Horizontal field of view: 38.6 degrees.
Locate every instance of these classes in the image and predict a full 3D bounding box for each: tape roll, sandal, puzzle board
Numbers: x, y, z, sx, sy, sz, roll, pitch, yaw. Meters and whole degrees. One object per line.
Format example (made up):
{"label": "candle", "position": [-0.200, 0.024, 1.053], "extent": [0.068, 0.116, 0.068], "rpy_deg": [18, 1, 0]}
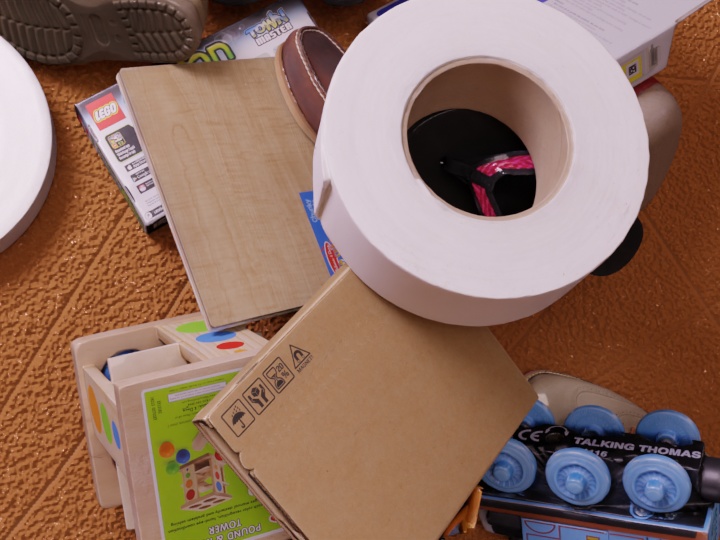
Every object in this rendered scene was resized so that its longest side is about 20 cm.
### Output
{"label": "tape roll", "position": [0.071, -0.070, 0.637], "extent": [0.202, 0.071, 0.203], "rpy_deg": [2, 74, -7]}
{"label": "tape roll", "position": [-0.329, -0.095, 0.760], "extent": [0.202, 0.037, 0.204], "rpy_deg": [2, 79, -10]}
{"label": "sandal", "position": [0.118, -0.052, 0.710], "extent": [0.200, 0.045, 0.075], "rpy_deg": [26, 110, -18]}
{"label": "puzzle board", "position": [-0.077, -0.063, 0.744], "extent": [0.150, 0.017, 0.201], "rpy_deg": [-12, 74, -35]}

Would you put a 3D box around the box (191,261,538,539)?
{"label": "box", "position": [0.014, 0.086, 0.643], "extent": [0.164, 0.021, 0.200], "rpy_deg": [52, 54, -11]}

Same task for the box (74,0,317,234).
{"label": "box", "position": [-0.108, -0.125, 0.809], "extent": [0.200, 0.035, 0.110], "rpy_deg": [-30, 87, -14]}

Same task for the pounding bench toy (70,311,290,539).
{"label": "pounding bench toy", "position": [-0.079, 0.098, 0.709], "extent": [0.199, 0.156, 0.125], "rpy_deg": [-12, 103, -24]}

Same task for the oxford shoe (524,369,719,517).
{"label": "oxford shoe", "position": [0.215, 0.135, 0.804], "extent": [0.200, 0.074, 0.071], "rpy_deg": [28, 76, -5]}

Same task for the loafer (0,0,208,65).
{"label": "loafer", "position": [-0.198, -0.198, 0.770], "extent": [0.199, 0.076, 0.068], "rpy_deg": [13, 44, 17]}

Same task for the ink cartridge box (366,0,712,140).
{"label": "ink cartridge box", "position": [0.139, -0.192, 0.809], "extent": [0.200, 0.047, 0.198], "rpy_deg": [-29, 45, -15]}

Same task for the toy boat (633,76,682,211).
{"label": "toy boat", "position": [0.154, -0.095, 0.824], "extent": [0.200, 0.131, 0.131], "rpy_deg": [-28, 57, -14]}

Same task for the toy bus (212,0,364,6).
{"label": "toy bus", "position": [-0.052, -0.309, 0.760], "extent": [0.199, 0.192, 0.136], "rpy_deg": [-1, 58, -13]}

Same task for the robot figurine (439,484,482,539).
{"label": "robot figurine", "position": [0.026, 0.210, 0.726], "extent": [0.058, 0.145, 0.201], "rpy_deg": [23, 86, -12]}

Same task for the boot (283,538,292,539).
{"label": "boot", "position": [-0.114, 0.215, 0.696], "extent": [0.199, 0.132, 0.070], "rpy_deg": [-23, 86, -14]}

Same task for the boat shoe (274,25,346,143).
{"label": "boat shoe", "position": [0.008, -0.102, 0.762], "extent": [0.070, 0.070, 0.200], "rpy_deg": [-25, 81, -41]}

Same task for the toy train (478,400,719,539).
{"label": "toy train", "position": [0.167, 0.162, 0.750], "extent": [0.199, 0.087, 0.115], "rpy_deg": [2, 115, 24]}
